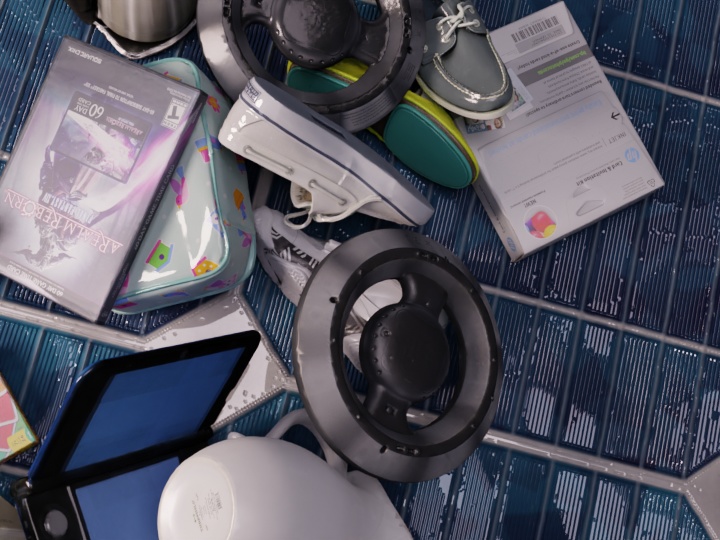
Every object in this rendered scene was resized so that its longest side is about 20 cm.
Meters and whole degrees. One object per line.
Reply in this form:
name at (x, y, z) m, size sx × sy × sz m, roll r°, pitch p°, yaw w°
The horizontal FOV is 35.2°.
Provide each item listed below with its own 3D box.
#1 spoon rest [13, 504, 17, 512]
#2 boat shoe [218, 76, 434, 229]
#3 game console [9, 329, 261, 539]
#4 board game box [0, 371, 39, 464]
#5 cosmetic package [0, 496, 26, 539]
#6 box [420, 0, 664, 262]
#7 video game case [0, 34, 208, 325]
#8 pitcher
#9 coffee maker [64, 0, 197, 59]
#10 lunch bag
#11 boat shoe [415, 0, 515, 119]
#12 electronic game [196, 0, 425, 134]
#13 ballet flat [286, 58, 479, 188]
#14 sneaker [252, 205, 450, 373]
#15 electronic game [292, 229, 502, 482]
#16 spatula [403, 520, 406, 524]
spoon rest at (-0.252, 0.208, 0.892) m, size 0.061 × 0.099 × 0.200 m, roll 21°, pitch 87°, yaw 15°
boat shoe at (-0.033, -0.072, 0.935) m, size 0.202 × 0.075 × 0.086 m, roll 29°, pitch 107°, yaw -35°
game console at (-0.143, 0.153, 0.848) m, size 0.200 × 0.118 × 0.171 m, roll -9°, pitch 76°, yaw -57°
board game box at (-0.372, 0.149, 0.913) m, size 0.200 × 0.030 × 0.096 m, roll -30°, pitch 83°, yaw -12°
cosmetic package at (-0.341, 0.157, 0.820) m, size 0.200 × 0.104 × 0.073 m, roll 35°, pitch 83°, yaw 16°
box at (0.166, -0.130, 1.053) m, size 0.156 × 0.041 × 0.200 m, roll -26°, pitch 81°, yaw -13°
video game case at (-0.222, -0.075, 0.913) m, size 0.143 × 0.019 × 0.200 m, roll 24°, pitch 89°, yaw 22°
pitcher at (-0.061, 0.173, 0.873) m, size 0.121 × 0.200 × 0.172 m, roll -42°, pitch 54°, yaw 23°
coffee maker at (-0.216, -0.293, 0.947) m, size 0.192 × 0.200 × 0.135 m, roll 24°, pitch 74°, yaw -3°
lunch bag at (-0.178, -0.070, 0.948) m, size 0.160 × 0.077 × 0.200 m, roll -16°, pitch 76°, yaw 16°
boat shoe at (0.073, -0.214, 1.009) m, size 0.073 × 0.062 × 0.200 m, roll -22°, pitch 57°, yaw -11°
electronic game at (-0.040, -0.211, 0.965) m, size 0.200 × 0.042 × 0.201 m, roll 1°, pitch 87°, yaw -16°
ballet flat at (0.028, -0.151, 1.028) m, size 0.200 × 0.067 × 0.067 m, roll 30°, pitch 51°, yaw 0°
sneaker at (0.000, 0.000, 0.983) m, size 0.115 × 0.075 × 0.200 m, roll -43°, pitch 91°, yaw -17°
electronic game at (0.034, 0.066, 0.901) m, size 0.200 × 0.042 × 0.201 m, roll 8°, pitch 75°, yaw -33°
spatula at (-0.047, 0.259, 0.941) m, size 0.200 × 0.021 × 0.057 m, roll -26°, pitch 81°, yaw -14°
